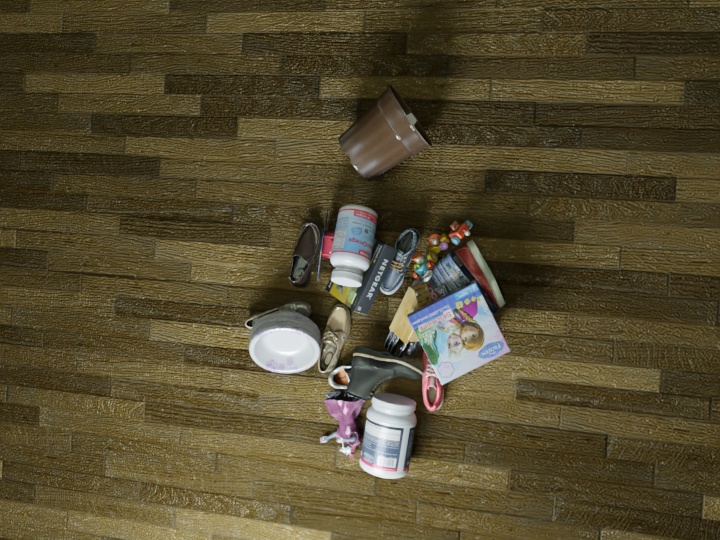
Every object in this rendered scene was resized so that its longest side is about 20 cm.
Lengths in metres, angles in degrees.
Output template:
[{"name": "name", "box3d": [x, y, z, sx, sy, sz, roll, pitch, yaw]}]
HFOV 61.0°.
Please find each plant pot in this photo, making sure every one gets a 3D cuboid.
[{"name": "plant pot", "box3d": [0.059, -0.363, 1.667, 0.197, 0.200, 0.201, -34, 84, 17]}]

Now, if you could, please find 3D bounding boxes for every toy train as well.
[{"name": "toy train", "box3d": [0.206, -0.063, 1.638, 0.056, 0.150, 0.200, 43, 81, -10]}]

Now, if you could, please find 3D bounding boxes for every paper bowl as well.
[{"name": "paper bowl", "box3d": [-0.211, 0.192, 1.728, 0.198, 0.105, 0.202, -1, 133, -2]}]

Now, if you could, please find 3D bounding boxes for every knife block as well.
[{"name": "knife block", "box3d": [0.121, 0.140, 1.671, 0.174, 0.064, 0.202, -10, 98, 43]}]

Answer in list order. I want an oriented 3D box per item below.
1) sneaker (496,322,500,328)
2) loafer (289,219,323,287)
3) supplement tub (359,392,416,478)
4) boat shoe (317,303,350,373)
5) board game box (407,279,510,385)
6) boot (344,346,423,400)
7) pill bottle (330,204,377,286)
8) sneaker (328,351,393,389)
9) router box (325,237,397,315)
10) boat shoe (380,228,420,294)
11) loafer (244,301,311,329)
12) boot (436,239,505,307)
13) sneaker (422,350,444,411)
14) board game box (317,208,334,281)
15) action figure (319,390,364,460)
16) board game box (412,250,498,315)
[{"name": "sneaker", "box3d": [0.281, 0.188, 1.631, 0.199, 0.112, 0.072, -29, 90, -6]}, {"name": "loafer", "box3d": [-0.158, -0.047, 1.761, 0.072, 0.071, 0.202, 13, 93, 11]}, {"name": "supplement tub", "box3d": [0.078, 0.452, 1.682, 0.139, 0.140, 0.202, 10, 92, 11]}, {"name": "boat shoe", "box3d": [-0.076, 0.196, 1.750, 0.070, 0.064, 0.202, 13, 93, 11]}, {"name": "board game box", "box3d": [0.250, 0.159, 1.566, 0.199, 0.041, 0.201, -28, 94, 7]}, {"name": "boot", "box3d": [0.062, 0.302, 1.662, 0.198, 0.078, 0.140, 13, 68, 10]}, {"name": "pill bottle", "box3d": [-0.021, -0.064, 1.623, 0.107, 0.109, 0.202, 7, 76, 11]}, {"name": "sneaker", "box3d": [0.003, 0.289, 1.729, 0.198, 0.079, 0.079, -22, 84, 9]}, {"name": "router box", "box3d": [0.000, 0.000, 1.698, 0.157, 0.052, 0.202, 31, 97, 49]}, {"name": "boat shoe", "box3d": [0.102, -0.027, 1.701, 0.070, 0.091, 0.202, 25, 95, 10]}, {"name": "loafer", "box3d": [-0.241, 0.139, 1.783, 0.198, 0.063, 0.073, -15, 87, 11]}, {"name": "boot", "box3d": [0.297, 0.037, 1.676, 0.144, 0.072, 0.201, -32, 77, 11]}, {"name": "sneaker", "box3d": [0.206, 0.290, 1.684, 0.073, 0.087, 0.203, 0, 90, 10]}, {"name": "board game box", "box3d": [-0.086, -0.071, 1.686, 0.038, 0.201, 0.159, 8, 133, -3]}, {"name": "action figure", "box3d": [-0.035, 0.438, 1.744, 0.148, 0.133, 0.202, -18, 102, -31]}, {"name": "board game box", "box3d": [0.231, 0.087, 1.655, 0.200, 0.062, 0.201, -41, 86, 29]}]
